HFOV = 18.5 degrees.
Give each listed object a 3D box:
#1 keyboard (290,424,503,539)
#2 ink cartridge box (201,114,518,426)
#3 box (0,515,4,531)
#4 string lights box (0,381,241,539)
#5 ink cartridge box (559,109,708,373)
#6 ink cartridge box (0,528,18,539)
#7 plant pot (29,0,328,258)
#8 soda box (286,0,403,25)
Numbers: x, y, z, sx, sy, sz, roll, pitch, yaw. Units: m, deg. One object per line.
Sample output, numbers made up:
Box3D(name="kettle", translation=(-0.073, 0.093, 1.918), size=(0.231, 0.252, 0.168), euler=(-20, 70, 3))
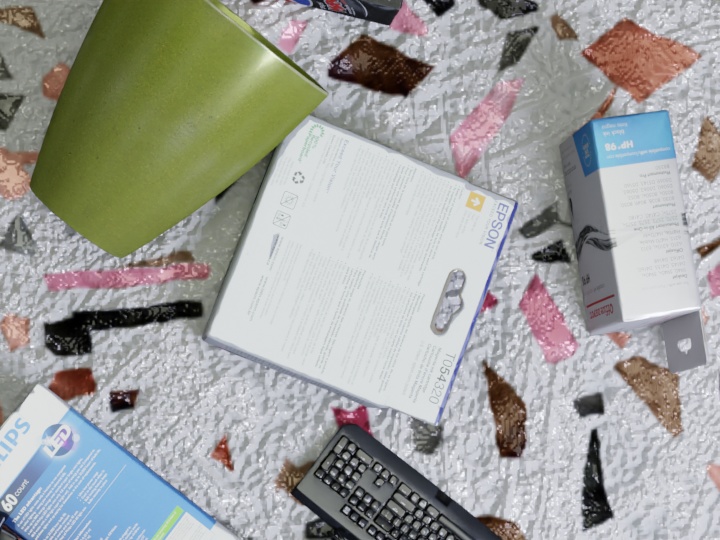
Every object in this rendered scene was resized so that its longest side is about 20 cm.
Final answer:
Box3D(name="keyboard", translation=(0.039, 0.217, 1.735), size=(0.200, 0.040, 0.104), euler=(37, 80, -1))
Box3D(name="ink cartridge box", translation=(0.000, 0.000, 1.754), size=(0.199, 0.043, 0.197), euler=(23, 80, -7))
Box3D(name="box", translation=(-0.381, 0.254, 1.613), size=(0.181, 0.104, 0.201), euler=(19, 99, -3))
Box3D(name="string lights box", translation=(-0.201, 0.187, 1.696), size=(0.200, 0.059, 0.103), euler=(39, 80, -2))
Box3D(name="ink cartridge box", translation=(0.215, -0.016, 1.746), size=(0.066, 0.116, 0.201), euler=(-8, 84, -8))
Box3D(name="ink cartridge box", translation=(-0.371, 0.199, 1.686), size=(0.199, 0.037, 0.095), euler=(28, 81, -1))
Box3D(name="plant pot", translation=(-0.157, -0.116, 1.693), size=(0.187, 0.187, 0.200), euler=(38, 95, -2))
Box3D(name="soda box", translation=(-0.060, -0.256, 1.764), size=(0.199, 0.063, 0.071), euler=(13, 82, -5))
